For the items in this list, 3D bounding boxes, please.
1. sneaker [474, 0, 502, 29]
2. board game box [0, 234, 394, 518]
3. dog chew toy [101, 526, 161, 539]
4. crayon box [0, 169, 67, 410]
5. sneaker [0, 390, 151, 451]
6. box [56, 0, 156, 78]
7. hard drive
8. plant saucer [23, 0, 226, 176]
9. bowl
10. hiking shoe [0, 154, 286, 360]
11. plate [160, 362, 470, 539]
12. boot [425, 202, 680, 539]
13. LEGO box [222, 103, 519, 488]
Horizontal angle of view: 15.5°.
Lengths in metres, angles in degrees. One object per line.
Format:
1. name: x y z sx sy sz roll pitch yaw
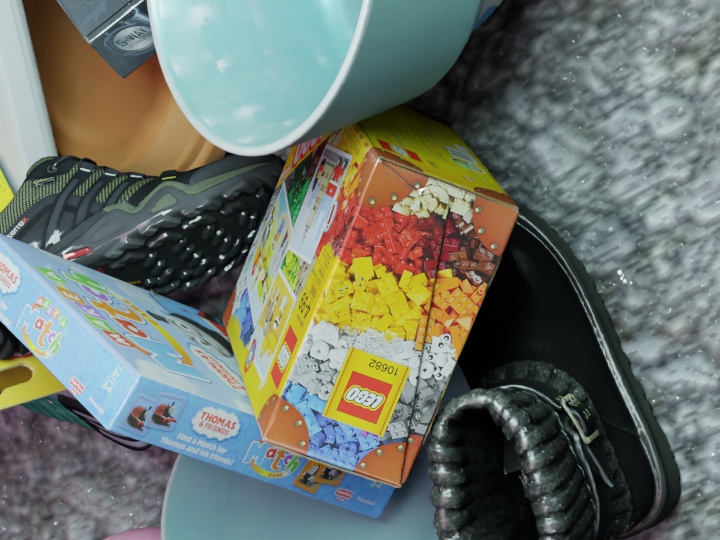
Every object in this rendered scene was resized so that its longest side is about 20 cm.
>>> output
1. sneaker: 0.000 -0.142 1.404 0.200 0.072 0.072 -1 101 48
2. board game box: -0.089 0.055 1.353 0.151 0.200 0.037 40 102 43
3. dog chew toy: -0.074 0.207 1.468 0.199 0.124 0.125 -1 97 25
4. crayon box: -0.243 0.007 1.469 0.200 0.127 0.051 62 152 25
5. sneaker: -0.172 0.039 1.551 0.200 0.074 0.088 19 72 39
6. box: -0.120 -0.223 1.412 0.160 0.044 0.200 -38 58 3
7. hard drive: -0.217 -0.143 1.479 0.132 0.026 0.200 47 154 45
8. plant saucer: -0.141 -0.135 1.483 0.200 0.037 0.201 16 113 42
9. bowl: -0.010 -0.154 1.271 0.201 0.105 0.202 0 90 55
10. hiking shoe: -0.137 -0.034 1.430 0.199 0.076 0.101 -22 57 -7
11. plate: -0.016 0.118 1.416 0.200 0.026 0.201 -16 51 20
12. boot: 0.070 0.057 1.324 0.079 0.158 0.211 -41 74 30
13. LEGO box: 0.000 0.000 1.327 0.077 0.200 0.149 20 101 -13
